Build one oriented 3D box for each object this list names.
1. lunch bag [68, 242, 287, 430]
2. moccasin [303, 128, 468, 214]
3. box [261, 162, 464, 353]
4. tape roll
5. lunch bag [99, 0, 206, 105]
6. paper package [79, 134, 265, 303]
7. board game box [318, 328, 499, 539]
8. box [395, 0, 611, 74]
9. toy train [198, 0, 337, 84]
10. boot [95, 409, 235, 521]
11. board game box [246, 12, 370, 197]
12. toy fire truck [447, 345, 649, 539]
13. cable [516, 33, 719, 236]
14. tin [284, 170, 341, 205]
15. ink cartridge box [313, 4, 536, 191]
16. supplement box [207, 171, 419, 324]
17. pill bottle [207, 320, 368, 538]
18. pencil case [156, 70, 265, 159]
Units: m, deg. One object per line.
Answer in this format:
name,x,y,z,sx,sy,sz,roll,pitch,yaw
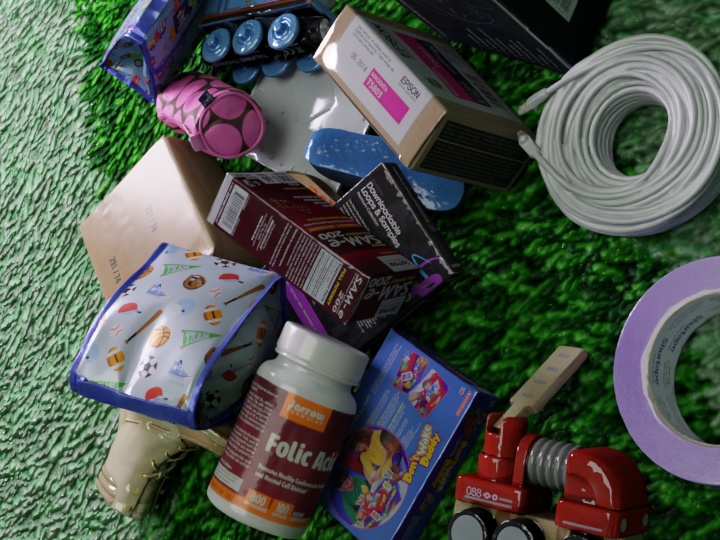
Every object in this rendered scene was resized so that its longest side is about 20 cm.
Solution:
lunch bag,-0.191,0.084,1.354,0.168,0.125,0.200,12,40,24
moccasin,0.035,-0.111,1.401,0.199,0.068,0.081,26,81,26
box,0.000,0.000,1.363,0.200,0.036,0.144,-40,75,29
tape roll,0.328,0.092,1.124,0.199,0.065,0.202,-12,70,35
lunch bag,-0.246,-0.318,1.568,0.094,0.200,0.151,33,75,-3
paper package,-0.234,-0.027,1.561,0.190,0.103,0.201,-43,56,21
board game box,0.039,0.182,1.329,0.134,0.045,0.201,35,98,38
box,0.129,-0.311,1.307,0.196,0.199,0.125,23,89,38
toy train,-0.111,-0.297,1.528,0.198,0.086,0.116,-4,68,36
boot,-0.230,0.226,1.503,0.199,0.073,0.157,20,91,36
board game box,-0.049,-0.205,1.522,0.199,0.026,0.202,29,95,39
toy fire truck,0.188,0.175,1.186,0.175,0.128,0.203,6,90,38
cable,0.268,-0.128,1.233,0.199,0.069,0.201,-37,58,22
tin,-0.046,-0.032,1.442,0.200,0.042,0.113,44,116,28
ink cartridge box,0.070,-0.180,1.331,0.075,0.164,0.200,-54,53,23
supplement box,-0.049,-0.027,1.306,0.199,0.108,0.061,36,112,23
pill bottle,-0.072,0.164,1.317,0.114,0.114,0.202,23,91,39
pencil case,-0.190,-0.191,1.544,0.093,0.091,0.200,-36,24,-10
